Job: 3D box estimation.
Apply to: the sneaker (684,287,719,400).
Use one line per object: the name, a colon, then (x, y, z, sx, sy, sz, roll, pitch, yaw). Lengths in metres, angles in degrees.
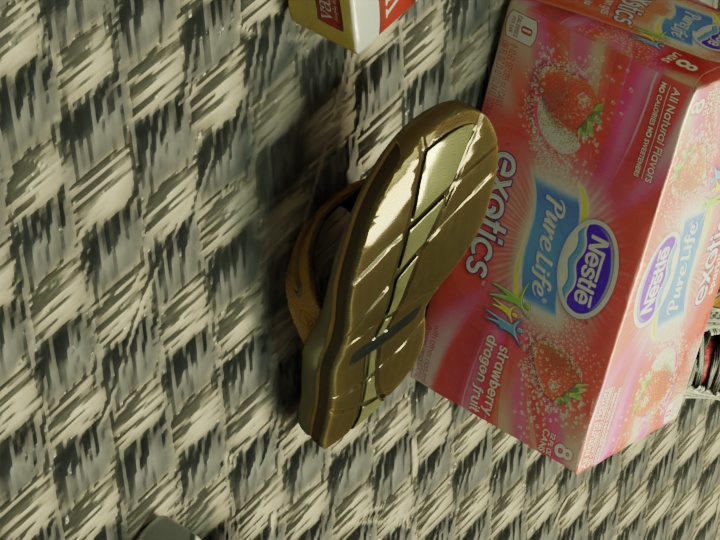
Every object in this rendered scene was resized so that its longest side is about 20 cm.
sneaker: (0.189, 0.034, 1.394, 0.200, 0.082, 0.078, -15, 129, -54)

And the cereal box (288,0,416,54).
cereal box: (0.043, -0.193, 0.967, 0.200, 0.040, 0.144, -45, 149, -28)

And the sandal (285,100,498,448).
sandal: (0.000, 0.000, 1.076, 0.080, 0.054, 0.200, -34, 158, -33)

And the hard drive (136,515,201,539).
hard drive: (-0.083, 0.197, 1.144, 0.132, 0.026, 0.200, -55, 153, -10)

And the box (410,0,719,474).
box: (0.108, -0.024, 1.177, 0.095, 0.103, 0.200, -24, 137, -50)
